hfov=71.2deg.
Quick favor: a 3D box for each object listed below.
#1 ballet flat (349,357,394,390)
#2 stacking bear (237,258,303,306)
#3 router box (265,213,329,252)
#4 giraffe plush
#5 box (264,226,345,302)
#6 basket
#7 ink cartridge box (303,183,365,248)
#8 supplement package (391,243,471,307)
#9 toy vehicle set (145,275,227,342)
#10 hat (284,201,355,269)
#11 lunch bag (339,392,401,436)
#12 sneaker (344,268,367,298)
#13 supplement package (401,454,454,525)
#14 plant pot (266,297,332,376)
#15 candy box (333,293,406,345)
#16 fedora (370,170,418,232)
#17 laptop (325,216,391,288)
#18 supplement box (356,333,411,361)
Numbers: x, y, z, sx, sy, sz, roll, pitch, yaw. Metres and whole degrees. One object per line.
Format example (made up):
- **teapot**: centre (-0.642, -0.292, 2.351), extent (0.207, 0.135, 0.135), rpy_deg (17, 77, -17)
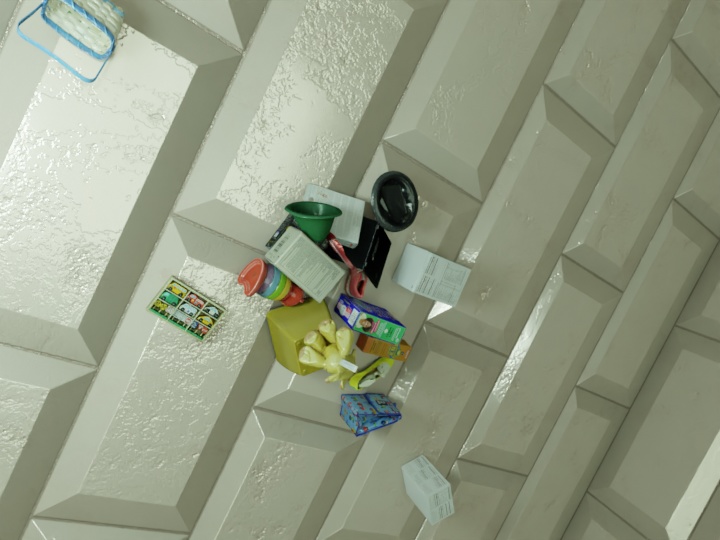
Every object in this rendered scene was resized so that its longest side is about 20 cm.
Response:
- **ballet flat**: centre (0.053, 0.383, 1.861), extent (0.200, 0.067, 0.067), rpy_deg (-27, 114, -17)
- **stacking bear**: centre (-0.265, 0.051, 1.590), extent (0.200, 0.121, 0.114), rpy_deg (31, 98, -39)
- **router box**: centre (-0.178, -0.079, 1.608), extent (0.200, 0.052, 0.157), rpy_deg (42, 77, -29)
- **giraffe plush**: centre (-0.069, 0.267, 1.520), extent (0.173, 0.200, 0.162), rpy_deg (-43, 151, -10)
- **box**: centre (-0.168, -0.019, 1.529), extent (0.128, 0.109, 0.200), rpy_deg (-50, 120, -7)
- **basket**: centre (-0.661, -0.562, 1.179), extent (0.176, 0.139, 0.200), rpy_deg (38, 57, -29)
- **ink cartridge box**: centre (-0.093, -0.173, 1.604), extent (0.200, 0.050, 0.162), rpy_deg (15, 65, -12)
- **supplement package**: centre (0.252, 0.016, 1.800), extent (0.200, 0.152, 0.151), rpy_deg (20, 95, -29)
- **toy vehicle set**: centre (-0.524, 0.119, 1.525), extent (0.200, 0.027, 0.124), rpy_deg (38, 87, -29)
- **hat**: centre (-0.136, -0.099, 1.510), extent (0.166, 0.200, 0.176), rpy_deg (-17, 121, -43)
- **lunch bag**: centre (0.045, 0.517, 1.849), extent (0.200, 0.151, 0.094), rpy_deg (-2, 106, -25)
- **sneaker**: centre (0.000, 0.000, 1.709), extent (0.074, 0.087, 0.200), rpy_deg (-2, 104, -26)
- **supplement package**: centre (0.271, 0.886, 2.041), extent (0.111, 0.200, 0.156), rpy_deg (-19, 113, -20)
- **plant pot**: centre (-0.170, 0.226, 1.635), extent (0.200, 0.176, 0.200), rpy_deg (-17, 117, -20)
- **candy box**: centre (0.032, 0.167, 1.728), extent (0.200, 0.169, 0.077), rpy_deg (21, 99, -29)
- **fedora**: centre (0.098, -0.228, 1.682), extent (0.200, 0.092, 0.201), rpy_deg (-3, 96, -28)
- **laptop**: centre (-0.001, -0.072, 1.680), extent (0.200, 0.116, 0.187), rpy_deg (54, 48, -51)
- **supplement box**: centre (0.088, 0.278, 1.848), extent (0.200, 0.069, 0.067), rpy_deg (17, 100, -31)
